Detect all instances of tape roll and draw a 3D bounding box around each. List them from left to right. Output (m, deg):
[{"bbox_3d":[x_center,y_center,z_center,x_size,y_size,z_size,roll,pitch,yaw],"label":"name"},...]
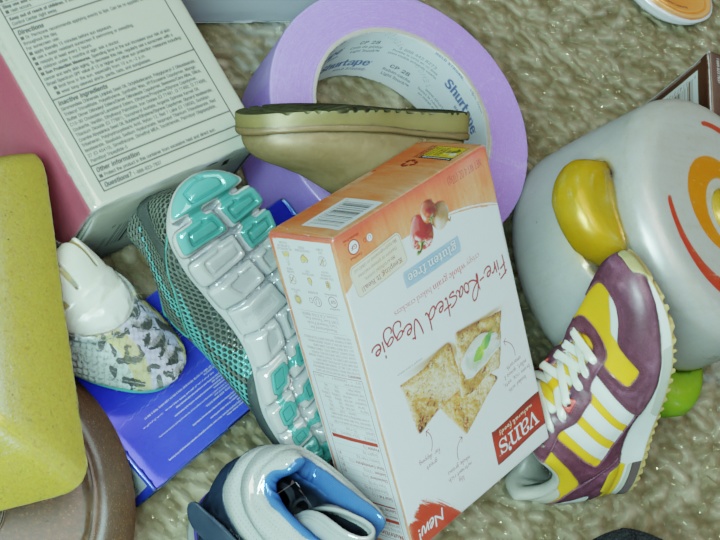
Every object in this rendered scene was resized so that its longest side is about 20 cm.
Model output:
[{"bbox_3d":[0.017,-0.093,1.005,0.198,0.066,0.202,11,64,-23],"label":"tape roll"}]

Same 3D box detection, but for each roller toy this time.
[{"bbox_3d":[0.209,-0.022,1.004,0.200,0.139,0.183,48,45,-15],"label":"roller toy"}]

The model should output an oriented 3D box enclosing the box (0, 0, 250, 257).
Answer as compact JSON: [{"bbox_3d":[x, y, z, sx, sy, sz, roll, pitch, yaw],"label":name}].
[{"bbox_3d":[-0.175,-0.120,0.890,0.127,0.109,0.201,-26,81,-33],"label":"box"}]

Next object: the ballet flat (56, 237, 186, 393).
[{"bbox_3d":[-0.188,0.004,0.817,0.199,0.072,0.072,27,56,7],"label":"ballet flat"}]

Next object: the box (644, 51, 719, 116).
[{"bbox_3d":[0.330,-0.096,1.147,0.198,0.100,0.076,17,61,-20],"label":"box"}]

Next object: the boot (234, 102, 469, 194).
[{"bbox_3d":[0.000,0.000,0.883,0.174,0.066,0.202,-1,98,-32],"label":"boot"}]

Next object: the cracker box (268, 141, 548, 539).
[{"bbox_3d":[0.034,0.042,0.841,0.134,0.057,0.202,-33,119,-38],"label":"cracker box"}]

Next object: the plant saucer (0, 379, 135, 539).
[{"bbox_3d":[-0.219,0.130,0.773,0.198,0.034,0.202,4,73,-13],"label":"plant saucer"}]

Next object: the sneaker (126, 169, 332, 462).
[{"bbox_3d":[-0.069,0.029,0.844,0.077,0.091,0.201,-40,116,-32],"label":"sneaker"}]

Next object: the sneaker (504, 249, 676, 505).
[{"bbox_3d":[0.141,0.078,0.917,0.089,0.201,0.075,-9,38,-13],"label":"sneaker"}]

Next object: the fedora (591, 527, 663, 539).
[{"bbox_3d":[0.162,0.219,0.872,0.199,0.092,0.201,30,27,-17],"label":"fedora"}]

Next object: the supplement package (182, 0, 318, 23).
[{"bbox_3d":[-0.079,-0.297,0.997,0.190,0.147,0.202,-6,70,-29],"label":"supplement package"}]

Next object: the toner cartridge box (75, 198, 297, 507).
[{"bbox_3d":[-0.093,0.047,0.896,0.200,0.043,0.095,-39,89,-34],"label":"toner cartridge box"}]

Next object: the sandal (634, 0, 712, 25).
[{"bbox_3d":[0.241,-0.305,1.220,0.079,0.059,0.208,-23,80,-33],"label":"sandal"}]

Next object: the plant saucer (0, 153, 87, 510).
[{"bbox_3d":[-0.255,0.037,0.745,0.198,0.049,0.202,-15,66,1],"label":"plant saucer"}]

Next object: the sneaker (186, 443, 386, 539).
[{"bbox_3d":[-0.022,0.193,0.803,0.080,0.146,0.201,-23,79,-33],"label":"sneaker"}]
